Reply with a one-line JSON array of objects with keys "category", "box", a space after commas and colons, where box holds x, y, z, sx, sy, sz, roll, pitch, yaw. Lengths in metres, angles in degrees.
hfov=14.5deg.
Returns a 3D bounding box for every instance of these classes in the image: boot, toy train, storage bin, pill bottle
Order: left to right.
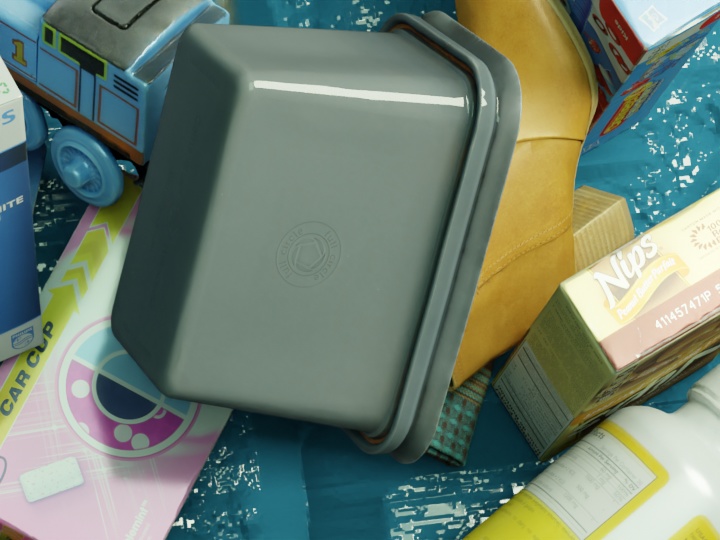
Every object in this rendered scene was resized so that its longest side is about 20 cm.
[{"category": "toy train", "box": [-0.155, -0.118, 1.404, 0.199, 0.115, 0.087, 33, 52, 19]}, {"category": "storage bin", "box": [-0.032, -0.027, 1.314, 0.133, 0.146, 0.201, 7, 109, -29]}, {"category": "boot", "box": [0.054, -0.052, 1.417, 0.144, 0.071, 0.202, -35, 115, -25]}, {"category": "pill bottle", "box": [0.132, 0.140, 1.415, 0.200, 0.112, 0.112, -39, 84, -7]}]

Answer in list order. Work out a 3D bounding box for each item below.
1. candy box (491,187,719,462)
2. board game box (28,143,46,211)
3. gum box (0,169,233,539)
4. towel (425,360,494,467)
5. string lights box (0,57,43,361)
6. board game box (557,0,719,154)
[{"category": "candy box", "box": [0.140, 0.027, 1.409, 0.115, 0.200, 0.056, -29, 79, -14]}, {"category": "board game box", "box": [-0.249, -0.018, 1.446, 0.157, 0.039, 0.201, 11, 69, -6]}, {"category": "gum box", "box": [-0.120, 0.055, 1.434, 0.113, 0.066, 0.201, 28, 73, -2]}, {"category": "towel", "box": [0.000, 0.000, 1.439, 0.199, 0.022, 0.148, 28, 72, -34]}, {"category": "string lights box", "box": [-0.199, -0.047, 1.324, 0.059, 0.201, 0.103, -22, 61, -17]}, {"category": "board game box", "box": [0.094, -0.177, 1.456, 0.056, 0.196, 0.201, -31, 81, -13]}]
